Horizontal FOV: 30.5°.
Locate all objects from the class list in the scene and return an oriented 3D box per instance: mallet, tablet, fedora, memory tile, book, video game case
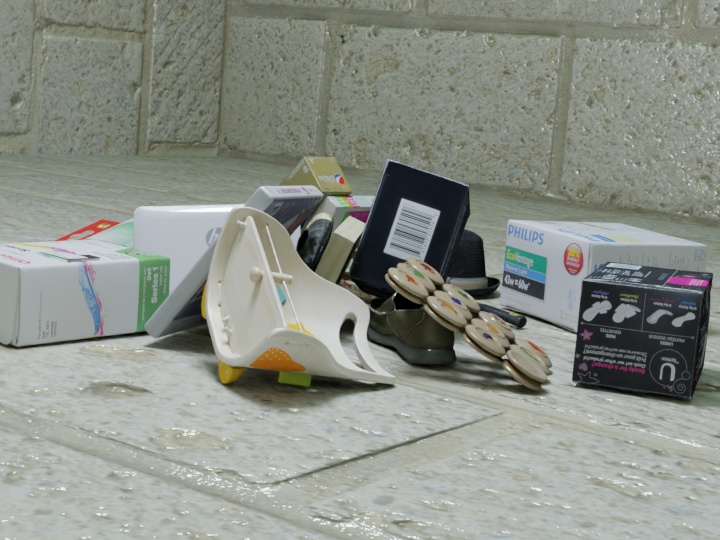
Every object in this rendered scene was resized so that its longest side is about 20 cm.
[{"bbox_3d":[0.128,0.043,1.745,0.065,0.042,0.199,0,14,-42],"label":"mallet"},{"bbox_3d":[-0.169,-0.016,1.567,0.198,0.131,0.014,-1,-13,-5],"label":"tablet"},{"bbox_3d":[0.111,-0.022,1.957,0.199,0.093,0.201,5,8,-1],"label":"fedora"},{"bbox_3d":[0.118,0.052,1.400,0.199,0.017,0.153,37,13,7],"label":"memory tile"},{"bbox_3d":[-0.008,-0.050,1.939,0.199,0.134,0.048,-3,43,-51],"label":"book"},{"bbox_3d":[-0.133,-0.012,1.441,0.023,0.200,0.182,43,13,9],"label":"video game case"}]

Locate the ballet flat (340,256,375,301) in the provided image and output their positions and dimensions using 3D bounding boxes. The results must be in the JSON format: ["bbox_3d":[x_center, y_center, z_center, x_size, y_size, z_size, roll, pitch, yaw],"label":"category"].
[{"bbox_3d":[0.000,0.000,1.792,0.199,0.076,0.064,2,-27,46],"label":"ballet flat"}]

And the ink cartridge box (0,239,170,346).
[{"bbox_3d":[-0.327,0.019,1.423,0.144,0.085,0.199,12,11,40],"label":"ink cartridge box"}]

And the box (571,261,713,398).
[{"bbox_3d":[0.311,0.061,1.446,0.131,0.116,0.200,6,7,17],"label":"box"}]

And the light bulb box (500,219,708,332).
[{"bbox_3d":[0.326,0.007,1.794,0.198,0.126,0.198,0,10,-27],"label":"light bulb box"}]

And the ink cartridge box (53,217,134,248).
[{"bbox_3d":[-0.360,-0.056,1.938,0.199,0.051,0.161,13,26,30],"label":"ink cartridge box"}]

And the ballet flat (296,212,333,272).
[{"bbox_3d":[-0.081,-0.003,1.513,0.056,0.067,0.201,28,48,2],"label":"ballet flat"}]

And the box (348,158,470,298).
[{"bbox_3d":[0.065,-0.036,1.633,0.106,0.150,0.200,18,-5,7],"label":"box"}]

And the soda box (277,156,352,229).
[{"bbox_3d":[-0.102,-0.079,1.920,0.067,0.064,0.200,-4,-33,-48],"label":"soda box"}]

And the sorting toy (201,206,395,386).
[{"bbox_3d":[-0.052,0.054,1.306,0.179,0.107,0.201,17,30,-29],"label":"sorting toy"}]

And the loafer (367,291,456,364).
[{"bbox_3d":[0.060,0.054,1.487,0.075,0.070,0.200,2,9,-21],"label":"loafer"}]

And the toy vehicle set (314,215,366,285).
[{"bbox_3d":[-0.036,0.005,1.570,0.026,0.125,0.200,26,8,1],"label":"toy vehicle set"}]
